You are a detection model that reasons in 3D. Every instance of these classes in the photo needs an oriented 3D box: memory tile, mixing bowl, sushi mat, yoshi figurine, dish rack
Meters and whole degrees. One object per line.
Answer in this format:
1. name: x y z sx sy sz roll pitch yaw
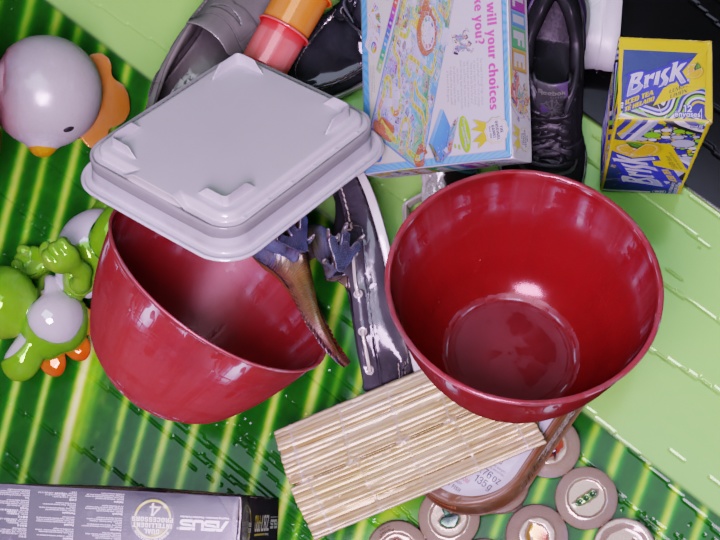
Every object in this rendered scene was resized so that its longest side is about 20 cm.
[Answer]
1. memory tile: 0.119 0.223 1.182 0.200 0.017 0.154 -34 77 -1
2. mixing bowl: -0.138 0.047 1.176 0.200 0.200 0.109 43 111 13
3. sushi mat: 0.036 0.131 1.167 0.199 0.012 0.096 -23 69 3
4. mixing bowl: 0.117 0.038 1.110 0.199 0.109 0.201 0 56 -1
5. yoshi figurine: -0.253 -0.008 1.234 0.112 0.112 0.200 32 86 28
6. dish rack: -0.097 -0.097 1.137 0.171 0.044 0.200 28 49 26

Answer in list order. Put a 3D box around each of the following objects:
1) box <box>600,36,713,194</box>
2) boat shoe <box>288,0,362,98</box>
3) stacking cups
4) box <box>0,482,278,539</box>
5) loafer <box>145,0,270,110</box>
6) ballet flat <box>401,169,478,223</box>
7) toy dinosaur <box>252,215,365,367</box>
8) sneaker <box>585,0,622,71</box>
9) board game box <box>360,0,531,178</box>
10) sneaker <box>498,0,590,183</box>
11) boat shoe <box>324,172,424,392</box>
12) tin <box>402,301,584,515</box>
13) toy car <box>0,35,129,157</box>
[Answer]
1. box: 0.223 -0.114 1.143 0.070 0.200 0.065 3 78 7
2. boat shoe: 0.016 -0.217 1.257 0.199 0.066 0.075 -33 78 0
3. stacking cups: -0.035 -0.252 1.253 0.060 0.061 0.201 28 87 11
4. box: -0.173 0.191 1.150 0.199 0.161 0.049 2 79 6
5. loafer: -0.115 -0.197 1.266 0.070 0.070 0.201 30 85 9
6. ballet flat: 0.062 -0.070 1.226 0.071 0.072 0.201 -1 78 7
7. toy dinosaur: -0.089 -0.032 1.202 0.105 0.181 0.201 2 93 -36
8. sneaker: 0.161 -0.269 1.247 0.115 0.074 0.201 3 80 4
9. board game box: 0.065 -0.179 1.172 0.134 0.034 0.201 -3 85 33
10. sneaker: 0.144 -0.129 1.187 0.075 0.088 0.201 1 103 7
11. boat shoe: 0.000 0.000 1.216 0.060 0.074 0.201 -18 85 -2
12. tin: 0.114 0.101 1.187 0.112 0.042 0.200 33 81 16
13. toy car: -0.290 -0.134 1.250 0.199 0.184 0.178 5 78 -21
